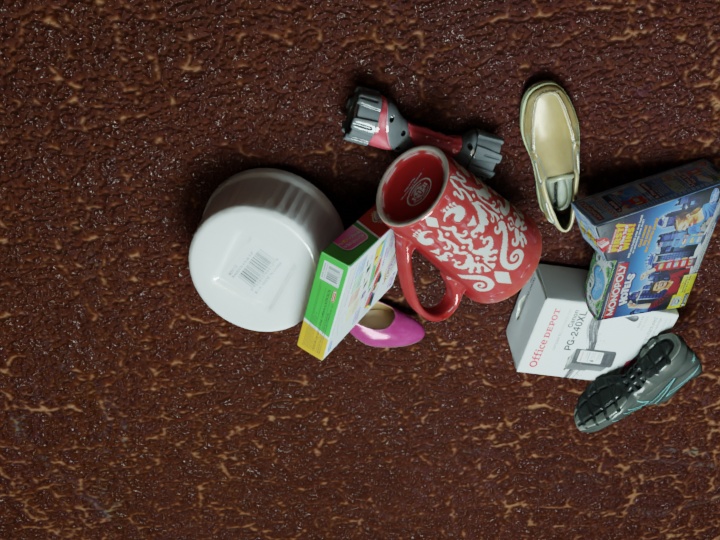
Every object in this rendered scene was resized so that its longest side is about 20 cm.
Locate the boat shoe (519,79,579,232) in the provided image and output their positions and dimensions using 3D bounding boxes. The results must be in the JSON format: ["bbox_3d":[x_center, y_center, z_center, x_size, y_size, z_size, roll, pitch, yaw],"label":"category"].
[{"bbox_3d":[0.246,-0.138,1.155,0.071,0.077,0.201,-15,127,10],"label":"boat shoe"}]

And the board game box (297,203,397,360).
[{"bbox_3d":[0.000,0.000,1.181,0.040,0.200,0.154,28,128,15],"label":"board game box"}]

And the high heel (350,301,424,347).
[{"bbox_3d":[0.003,0.045,1.297,0.198,0.068,0.096,19,137,0],"label":"high heel"}]

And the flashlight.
[{"bbox_3d":[0.079,-0.168,1.136,0.198,0.068,0.069,12,86,-15],"label":"flashlight"}]

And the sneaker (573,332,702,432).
[{"bbox_3d":[0.390,0.173,1.302,0.079,0.076,0.200,32,121,-30],"label":"sneaker"}]

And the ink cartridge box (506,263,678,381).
[{"bbox_3d":[0.325,0.079,1.322,0.197,0.084,0.146,6,128,-9],"label":"ink cartridge box"}]

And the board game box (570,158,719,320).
[{"bbox_3d":[0.356,-0.037,1.201,0.198,0.062,0.202,-6,126,-21],"label":"board game box"}]

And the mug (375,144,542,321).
[{"bbox_3d":[0.115,-0.040,1.136,0.132,0.179,0.199,-3,154,40],"label":"mug"}]

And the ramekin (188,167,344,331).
[{"bbox_3d":[-0.123,-0.020,1.190,0.198,0.098,0.202,5,120,9],"label":"ramekin"}]
